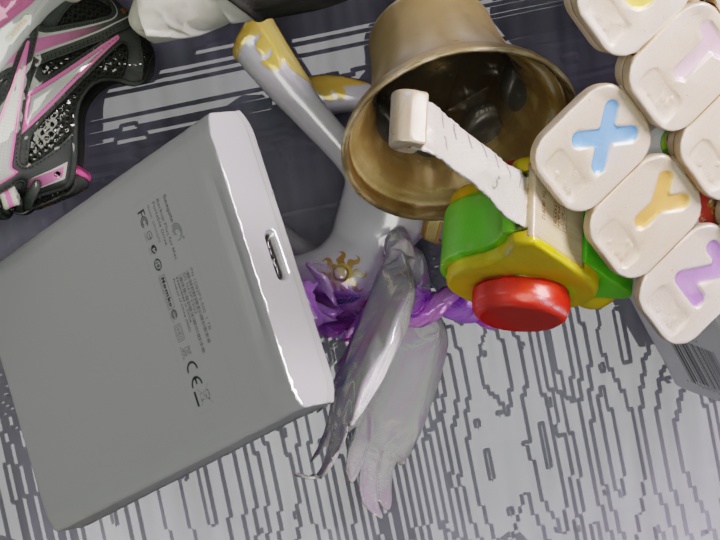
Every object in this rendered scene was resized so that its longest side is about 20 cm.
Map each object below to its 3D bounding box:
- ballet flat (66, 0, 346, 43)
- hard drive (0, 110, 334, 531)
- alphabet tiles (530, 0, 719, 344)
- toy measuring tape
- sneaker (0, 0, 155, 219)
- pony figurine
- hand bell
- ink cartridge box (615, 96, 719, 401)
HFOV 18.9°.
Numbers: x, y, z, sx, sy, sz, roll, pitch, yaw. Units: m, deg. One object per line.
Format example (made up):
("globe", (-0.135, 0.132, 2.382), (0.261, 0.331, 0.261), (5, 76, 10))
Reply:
("ballet flat", (-0.099, -0.143, 0.964), (0.200, 0.068, 0.069), (26, 91, 14))
("hard drive", (-0.097, 0.028, 0.976), (0.026, 0.200, 0.132), (-8, 76, -42))
("alphabet tiles", (0.169, -0.072, 0.889), (0.196, 0.015, 0.200), (-43, 116, -7))
("toy measuring tape", (0.047, -0.022, 0.889), (0.073, 0.200, 0.074), (-14, 64, 30))
("sneaker", (-0.173, -0.053, 1.022), (0.086, 0.080, 0.200), (39, 95, -6))
("pony figurine", (0.000, 0.000, 1.006), (0.200, 0.167, 0.193), (29, 86, 11))
("hand bell", (0.023, -0.131, 0.978), (0.104, 0.104, 0.200), (-9, 51, -7))
("ink cartridge box", (0.199, -0.066, 0.969), (0.200, 0.084, 0.176), (-38, 115, -15))
